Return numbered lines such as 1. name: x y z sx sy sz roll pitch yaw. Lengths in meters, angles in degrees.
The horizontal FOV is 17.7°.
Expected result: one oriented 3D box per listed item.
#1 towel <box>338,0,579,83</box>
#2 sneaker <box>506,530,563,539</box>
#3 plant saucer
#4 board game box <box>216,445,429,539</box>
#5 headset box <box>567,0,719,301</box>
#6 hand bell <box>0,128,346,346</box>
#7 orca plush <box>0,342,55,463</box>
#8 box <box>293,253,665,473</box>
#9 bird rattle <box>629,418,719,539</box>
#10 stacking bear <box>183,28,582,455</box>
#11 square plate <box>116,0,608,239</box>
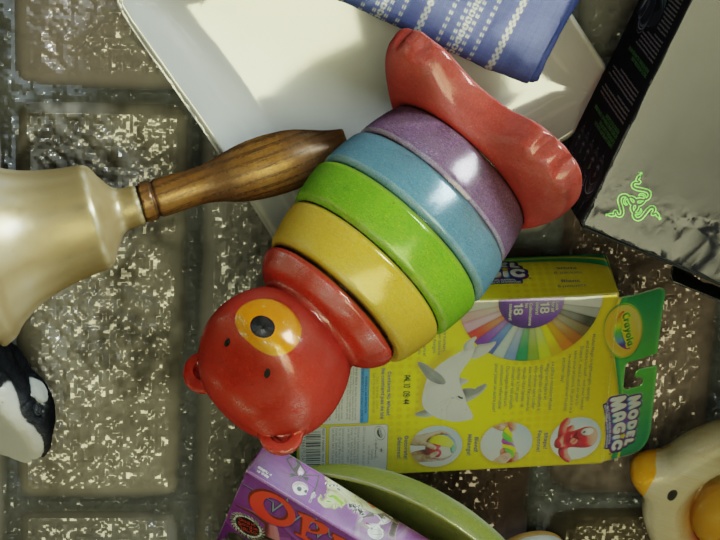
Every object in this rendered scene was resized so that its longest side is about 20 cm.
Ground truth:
1. towel: 0.034 -0.196 1.177 0.200 0.024 0.145 24 106 -10
2. sneaker: 0.124 0.250 1.323 0.075 0.088 0.200 -26 110 0
3. plant saucer: 0.024 0.171 1.262 0.200 0.031 0.200 21 142 18
4. board game box: 0.016 0.178 1.229 0.200 0.032 0.120 31 139 6
5. headset box: 0.216 -0.079 1.191 0.174 0.093 0.200 23 106 -11
6. hand bell: -0.102 -0.037 1.198 0.199 0.104 0.104 -15 109 -3
7. orca plush: -0.241 0.023 1.235 0.200 0.071 0.105 27 147 -10
8. box: 0.062 0.051 1.261 0.199 0.048 0.118 -1 123 -5
9. bird rattle: 0.242 0.126 1.306 0.163 0.113 0.200 -17 136 21
10. stacking bear: 0.000 0.000 1.155 0.121 0.114 0.200 40 76 16
11. square plate: 0.006 -0.118 1.223 0.200 0.028 0.198 -32 108 4
